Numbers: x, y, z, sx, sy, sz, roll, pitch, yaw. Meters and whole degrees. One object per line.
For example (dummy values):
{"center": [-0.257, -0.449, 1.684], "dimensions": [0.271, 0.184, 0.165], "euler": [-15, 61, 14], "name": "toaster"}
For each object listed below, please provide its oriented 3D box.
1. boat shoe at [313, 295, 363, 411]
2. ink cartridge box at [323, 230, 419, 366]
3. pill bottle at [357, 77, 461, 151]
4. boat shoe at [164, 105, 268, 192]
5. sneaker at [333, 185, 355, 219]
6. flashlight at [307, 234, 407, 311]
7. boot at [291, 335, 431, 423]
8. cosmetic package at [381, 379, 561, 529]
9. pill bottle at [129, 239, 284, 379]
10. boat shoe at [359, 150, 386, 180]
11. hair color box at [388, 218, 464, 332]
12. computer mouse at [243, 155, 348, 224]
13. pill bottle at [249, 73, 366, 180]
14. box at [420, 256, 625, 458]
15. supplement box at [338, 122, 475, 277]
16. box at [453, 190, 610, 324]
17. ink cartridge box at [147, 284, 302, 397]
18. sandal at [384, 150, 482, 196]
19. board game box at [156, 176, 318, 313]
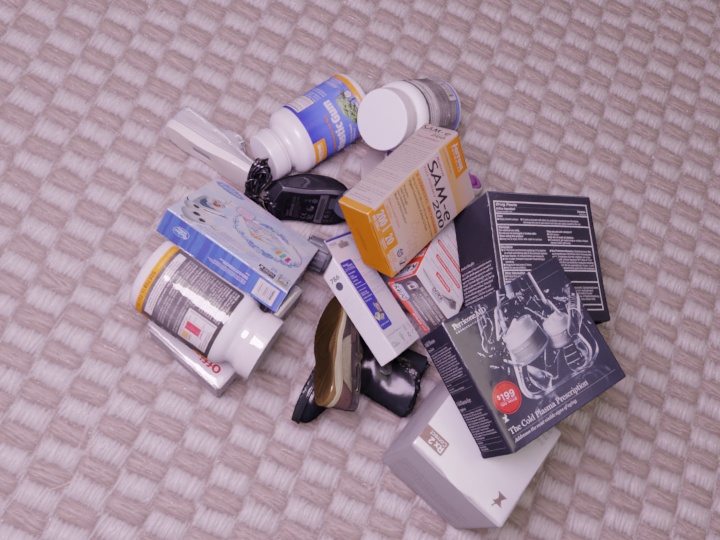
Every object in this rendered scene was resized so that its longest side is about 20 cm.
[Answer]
{"center": [-0.029, 0.122, 1.113], "dimensions": [0.064, 0.073, 0.203], "euler": [30, 42, -24], "name": "boat shoe"}
{"center": [0.008, 0.039, 1.144], "dimensions": [0.203, 0.039, 0.099], "euler": [58, 28, 5], "name": "ink cartridge box"}
{"center": [0.083, -0.262, 1.268], "dimensions": [0.115, 0.114, 0.199], "euler": [53, 34, 8], "name": "pill bottle"}
{"center": [-0.229, -0.205, 1.255], "dimensions": [0.197, 0.072, 0.069], "euler": [30, 68, 9], "name": "boat shoe"}
{"center": [0.041, -0.143, 1.185], "dimensions": [0.197, 0.083, 0.070], "euler": [-26, 53, -33], "name": "sneaker"}
{"center": [0.000, 0.000, 1.229], "dimensions": [0.196, 0.068, 0.069], "euler": [24, 103, -9], "name": "flashlight"}
{"center": [0.005, 0.182, 1.167], "dimensions": [0.166, 0.077, 0.202], "euler": [30, 62, 3], "name": "boot"}
{"center": [0.156, 0.260, 1.109], "dimensions": [0.164, 0.200, 0.165], "euler": [41, 68, 3], "name": "cosmetic package"}
{"center": [-0.212, 0.055, 1.048], "dimensions": [0.198, 0.117, 0.117], "euler": [35, 68, 2], "name": "pill bottle"}
{"center": [0.031, -0.113, 1.283], "dimensions": [0.073, 0.094, 0.203], "euler": [5, 43, -6], "name": "boat shoe"}
{"center": [0.129, -0.014, 1.218], "dimensions": [0.112, 0.063, 0.202], "euler": [52, 44, -22], "name": "hair color box"}
{"center": [-0.100, -0.129, 1.236], "dimensions": [0.195, 0.139, 0.054], "euler": [7, 51, -19], "name": "computer mouse"}
{"center": [-0.084, -0.237, 1.269], "dimensions": [0.198, 0.112, 0.113], "euler": [-36, 82, -21], "name": "pill bottle"}
{"center": [0.212, 0.116, 1.003], "dimensions": [0.197, 0.104, 0.185], "euler": [-27, 81, -19], "name": "box"}
{"center": [0.074, -0.107, 1.128], "dimensions": [0.200, 0.128, 0.073], "euler": [-43, 42, -21], "name": "supplement box"}
{"center": [0.265, -0.006, 1.181], "dimensions": [0.195, 0.123, 0.204], "euler": [1, 75, -22], "name": "box"}
{"center": [-0.206, 0.068, 1.154], "dimensions": [0.144, 0.084, 0.201], "euler": [39, 68, 3], "name": "ink cartridge box"}
{"center": [0.132, -0.184, 1.309], "dimensions": [0.198, 0.050, 0.083], "euler": [12, 38, -27], "name": "sandal"}
{"center": [-0.170, -0.044, 1.099], "dimensions": [0.198, 0.199, 0.044], "euler": [35, 112, -2], "name": "board game box"}
